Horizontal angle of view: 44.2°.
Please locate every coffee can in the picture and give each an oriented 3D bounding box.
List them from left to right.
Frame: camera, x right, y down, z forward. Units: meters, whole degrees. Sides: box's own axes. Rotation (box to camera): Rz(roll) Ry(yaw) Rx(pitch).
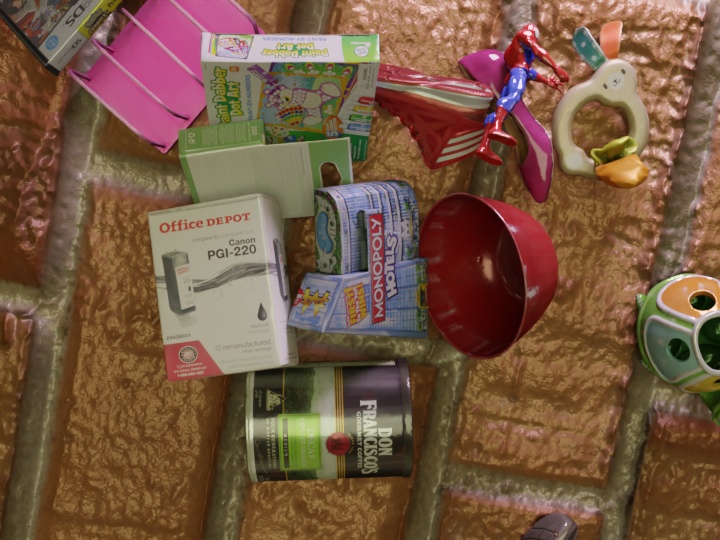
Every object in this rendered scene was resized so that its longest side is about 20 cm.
[{"bbox_3d":[-0.038,0.186,1.106,0.197,0.146,0.148,-2,95,-1],"label":"coffee can"}]

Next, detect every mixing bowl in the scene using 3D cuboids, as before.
[{"bbox_3d":[0.169,-0.002,1.093,0.107,0.199,0.203,-13,97,-34],"label":"mixing bowl"}]

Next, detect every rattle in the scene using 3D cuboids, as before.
[{"bbox_3d":[0.305,-0.210,1.090,0.129,0.143,0.203,13,101,15],"label":"rattle"}]

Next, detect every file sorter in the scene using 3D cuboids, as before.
[{"bbox_3d":[-0.233,-0.263,1.067,0.139,0.125,0.200,41,92,-6],"label":"file sorter"}]

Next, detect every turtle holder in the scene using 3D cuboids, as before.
[{"bbox_3d":[0.426,0.101,1.123,0.139,0.132,0.188,8,95,-3],"label":"turtle holder"}]

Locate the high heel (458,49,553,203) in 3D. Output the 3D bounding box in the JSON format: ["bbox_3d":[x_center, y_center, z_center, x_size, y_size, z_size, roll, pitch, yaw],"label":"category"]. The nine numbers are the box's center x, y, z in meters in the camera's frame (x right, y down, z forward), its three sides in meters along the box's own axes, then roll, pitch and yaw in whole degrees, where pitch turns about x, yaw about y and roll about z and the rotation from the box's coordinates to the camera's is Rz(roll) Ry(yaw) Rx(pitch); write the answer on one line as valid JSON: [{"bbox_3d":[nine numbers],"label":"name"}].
[{"bbox_3d":[0.182,-0.179,1.119,0.095,0.067,0.203,-9,81,-11],"label":"high heel"}]

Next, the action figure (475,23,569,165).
[{"bbox_3d":[0.205,-0.210,1.054,0.098,0.065,0.202,21,62,-8],"label":"action figure"}]

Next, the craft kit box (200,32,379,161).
[{"bbox_3d":[-0.082,-0.198,1.042,0.195,0.201,0.049,1,64,-3],"label":"craft kit box"}]

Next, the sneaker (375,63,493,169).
[{"bbox_3d":[0.061,-0.187,1.111,0.198,0.078,0.117,15,117,18],"label":"sneaker"}]

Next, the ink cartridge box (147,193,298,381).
[{"bbox_3d":[-0.160,0.021,1.043,0.144,0.085,0.203,-8,85,9],"label":"ink cartridge box"}]

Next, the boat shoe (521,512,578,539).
[{"bbox_3d":[0.238,0.414,1.182,0.073,0.075,0.201,25,103,-14],"label":"boat shoe"}]

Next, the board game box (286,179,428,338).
[{"bbox_3d":[0.000,0.000,1.063,0.061,0.199,0.203,8,104,39],"label":"board game box"}]

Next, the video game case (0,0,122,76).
[{"bbox_3d":[-0.353,-0.353,1.053,0.181,0.025,0.200,-47,61,3],"label":"video game case"}]

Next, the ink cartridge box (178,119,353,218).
[{"bbox_3d":[-0.110,-0.119,1.079,0.197,0.146,0.048,-8,57,-2],"label":"ink cartridge box"}]
